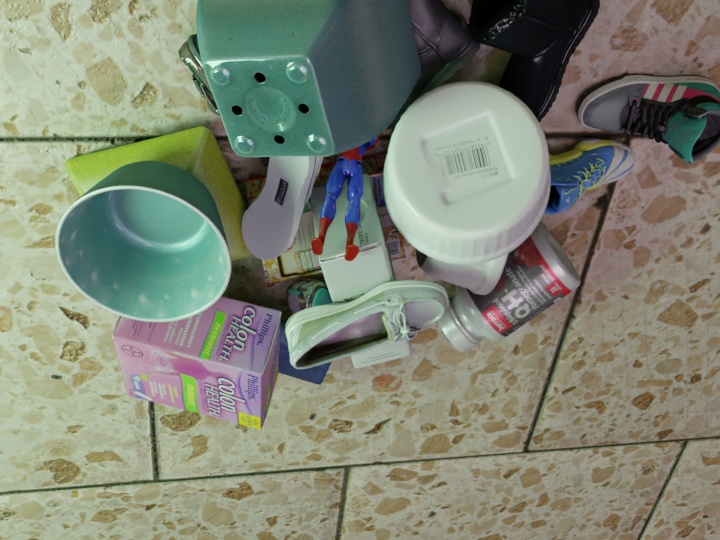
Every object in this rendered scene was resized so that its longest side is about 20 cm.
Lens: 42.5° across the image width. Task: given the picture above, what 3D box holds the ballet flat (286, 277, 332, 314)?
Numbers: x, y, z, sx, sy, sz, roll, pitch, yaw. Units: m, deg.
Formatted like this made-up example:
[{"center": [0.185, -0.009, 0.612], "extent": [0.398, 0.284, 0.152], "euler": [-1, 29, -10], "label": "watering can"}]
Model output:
[{"center": [-0.049, 0.058, 1.332], "extent": [0.072, 0.073, 0.200], "euler": [-29, 151, 12], "label": "ballet flat"}]

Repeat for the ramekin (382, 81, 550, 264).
[{"center": [0.121, -0.115, 1.052], "extent": [0.198, 0.203, 0.098], "euler": [-17, 169, 2], "label": "ramekin"}]

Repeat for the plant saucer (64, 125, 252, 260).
[{"center": [-0.247, -0.067, 1.164], "extent": [0.197, 0.048, 0.201], "euler": [-11, 130, 12], "label": "plant saucer"}]

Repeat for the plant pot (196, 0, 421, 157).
[{"center": [-0.062, -0.223, 0.963], "extent": [0.193, 0.201, 0.198], "euler": [2, 135, 19], "label": "plant pot"}]

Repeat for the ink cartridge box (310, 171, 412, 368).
[{"center": [0.000, 0.000, 1.181], "extent": [0.082, 0.146, 0.201], "euler": [-14, 133, 3], "label": "ink cartridge box"}]

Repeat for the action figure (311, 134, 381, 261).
[{"center": [-0.011, -0.124, 1.064], "extent": [0.064, 0.202, 0.099], "euler": [11, 150, -5], "label": "action figure"}]

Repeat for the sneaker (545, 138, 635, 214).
[{"center": [0.285, -0.116, 1.240], "extent": [0.197, 0.106, 0.076], "euler": [-9, 132, -5], "label": "sneaker"}]

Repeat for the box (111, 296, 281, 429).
[{"center": [-0.213, 0.113, 1.238], "extent": [0.198, 0.098, 0.177], "euler": [13, 147, 1], "label": "box"}]

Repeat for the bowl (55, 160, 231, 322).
[{"center": [-0.242, -0.048, 1.078], "extent": [0.198, 0.106, 0.202], "euler": [1, 133, 2], "label": "bowl"}]

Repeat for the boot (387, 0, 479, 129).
[{"center": [0.017, -0.277, 1.068], "extent": [0.165, 0.066, 0.199], "euler": [-42, 127, 20], "label": "boot"}]

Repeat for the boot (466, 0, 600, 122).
[{"center": [0.177, -0.260, 1.077], "extent": [0.167, 0.076, 0.201], "euler": [0, 128, -45], "label": "boot"}]

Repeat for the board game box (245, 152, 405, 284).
[{"center": [-0.043, -0.068, 1.242], "extent": [0.198, 0.047, 0.153], "euler": [-11, 131, -4], "label": "board game box"}]

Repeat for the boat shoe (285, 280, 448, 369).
[{"center": [0.010, 0.067, 1.099], "extent": [0.200, 0.065, 0.075], "euler": [-12, 133, 0], "label": "boat shoe"}]

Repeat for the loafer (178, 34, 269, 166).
[{"center": [-0.151, -0.192, 1.100], "extent": [0.063, 0.072, 0.200], "euler": [-31, 132, 21], "label": "loafer"}]

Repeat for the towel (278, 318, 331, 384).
[{"center": [-0.134, 0.097, 1.316], "extent": [0.198, 0.049, 0.112], "euler": [19, 148, -7], "label": "towel"}]

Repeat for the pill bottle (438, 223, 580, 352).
[{"center": [0.208, 0.031, 1.342], "extent": [0.199, 0.111, 0.111], "euler": [-37, 128, 18], "label": "pill bottle"}]

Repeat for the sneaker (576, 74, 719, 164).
[{"center": [0.389, -0.189, 1.193], "extent": [0.197, 0.121, 0.084], "euler": [-7, 131, -7], "label": "sneaker"}]

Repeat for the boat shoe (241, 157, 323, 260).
[{"center": [-0.089, -0.097, 1.136], "extent": [0.071, 0.070, 0.201], "euler": [32, 132, 11], "label": "boat shoe"}]

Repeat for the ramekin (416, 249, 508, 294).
[{"center": [0.132, -0.075, 1.187], "extent": [0.093, 0.203, 0.204], "euler": [8, 129, -5], "label": "ramekin"}]
